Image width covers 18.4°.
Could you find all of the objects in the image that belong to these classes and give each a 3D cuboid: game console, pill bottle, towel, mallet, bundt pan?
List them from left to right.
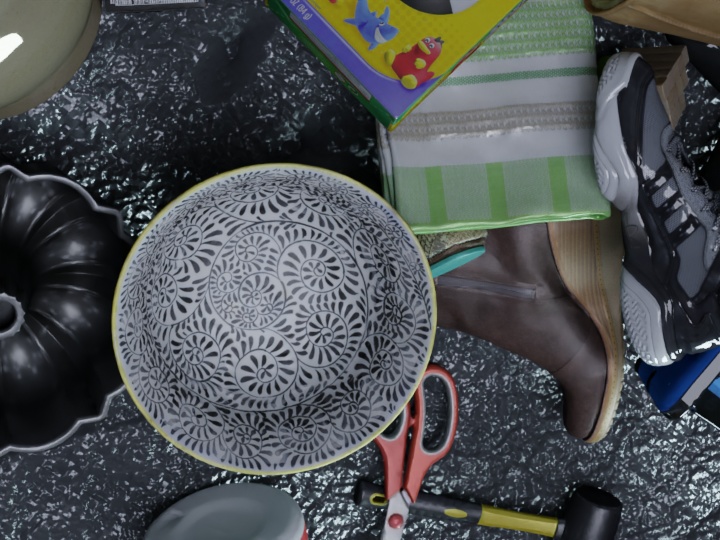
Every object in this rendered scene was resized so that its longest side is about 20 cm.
[{"bbox_3d":[-0.235,0.015,1.418,0.201,0.076,0.203,-6,114,-14],"label":"bundt pan"},{"bbox_3d":[-0.076,0.260,1.549,0.114,0.114,0.201,-16,117,-8],"label":"pill bottle"},{"bbox_3d":[0.078,-0.126,1.403,0.149,0.031,0.201,-6,81,-3],"label":"towel"},{"bbox_3d":[0.090,0.186,1.609,0.199,0.041,0.066,5,108,-13],"label":"mallet"},{"bbox_3d":[0.293,0.032,1.495,0.118,0.171,0.200,37,99,-9],"label":"game console"}]

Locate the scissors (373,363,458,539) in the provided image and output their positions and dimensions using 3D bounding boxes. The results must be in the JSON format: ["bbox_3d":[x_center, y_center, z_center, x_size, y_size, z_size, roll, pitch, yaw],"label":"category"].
[{"bbox_3d":[0.033,0.165,1.570,0.073,0.014,0.201,-3,99,-14],"label":"scissors"}]

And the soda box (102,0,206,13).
[{"bbox_3d":[-0.127,-0.256,1.315,0.063,0.071,0.201,-3,105,-4],"label":"soda box"}]

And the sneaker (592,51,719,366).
[{"bbox_3d":[0.213,-0.042,1.381,0.113,0.075,0.201,-6,102,23],"label":"sneaker"}]

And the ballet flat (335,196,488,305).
[{"bbox_3d":[0.000,0.000,1.471,0.200,0.075,0.068,-37,165,34],"label":"ballet flat"}]

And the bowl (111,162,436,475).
[{"bbox_3d":[-0.058,0.018,1.398,0.200,0.094,0.201,-3,107,-8],"label":"bowl"}]

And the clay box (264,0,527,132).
[{"bbox_3d":[0.051,-0.196,1.375,0.200,0.048,0.115,-45,88,-8],"label":"clay box"}]

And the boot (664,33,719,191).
[{"bbox_3d":[0.242,-0.071,1.526,0.164,0.066,0.200,17,112,-20],"label":"boot"}]

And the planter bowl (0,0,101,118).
[{"bbox_3d":[-0.233,-0.170,1.290,0.200,0.200,0.135,-40,145,4],"label":"planter bowl"}]

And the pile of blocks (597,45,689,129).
[{"bbox_3d":[0.124,-0.094,1.471,0.199,0.082,0.062,-13,118,7],"label":"pile of blocks"}]

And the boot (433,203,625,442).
[{"bbox_3d":[0.098,0.030,1.537,0.166,0.072,0.201,-2,117,-1],"label":"boot"}]

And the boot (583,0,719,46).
[{"bbox_3d":[0.262,-0.161,1.365,0.199,0.175,0.066,16,73,-21],"label":"boot"}]
